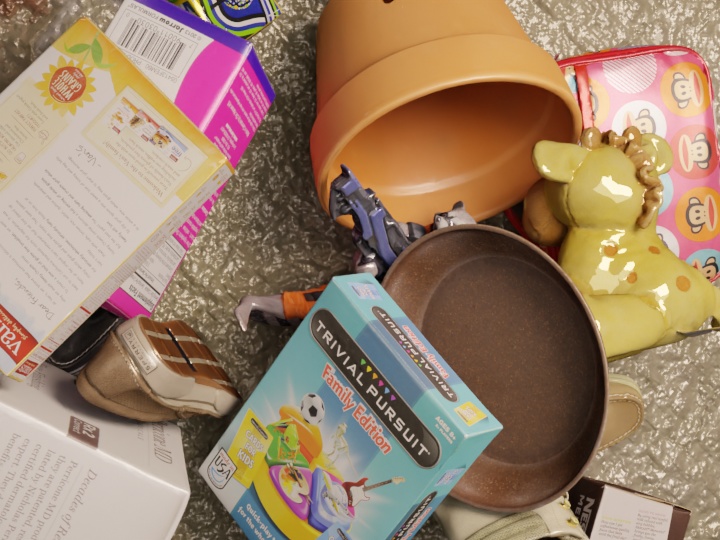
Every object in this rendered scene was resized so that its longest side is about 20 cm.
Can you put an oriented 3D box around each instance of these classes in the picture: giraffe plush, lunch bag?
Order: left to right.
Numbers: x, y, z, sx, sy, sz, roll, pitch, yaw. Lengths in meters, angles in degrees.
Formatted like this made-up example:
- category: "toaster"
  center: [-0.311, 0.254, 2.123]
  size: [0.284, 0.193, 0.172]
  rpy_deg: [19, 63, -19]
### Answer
- category: "giraffe plush"
  center: [0.172, -0.017, 1.168]
  size: [0.199, 0.172, 0.163]
  rpy_deg: [-18, 82, 25]
- category: "lunch bag"
  center: [0.197, -0.076, 1.283]
  size: [0.175, 0.082, 0.202]
  rpy_deg: [-8, 94, -9]

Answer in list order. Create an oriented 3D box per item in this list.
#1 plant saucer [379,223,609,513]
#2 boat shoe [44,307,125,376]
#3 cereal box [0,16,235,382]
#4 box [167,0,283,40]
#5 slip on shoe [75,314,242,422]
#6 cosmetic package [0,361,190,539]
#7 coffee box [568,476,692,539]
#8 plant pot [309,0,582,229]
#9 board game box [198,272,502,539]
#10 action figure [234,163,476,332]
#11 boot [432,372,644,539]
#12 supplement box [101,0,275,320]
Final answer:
- category: "plant saucer"
  center: [0.093, 0.065, 1.107]
  size: [0.037, 0.200, 0.202]
  rpy_deg: [-15, 94, -48]
- category: "boat shoe"
  center: [-0.177, -0.006, 1.193]
  size: [0.070, 0.066, 0.200]
  rpy_deg: [40, 81, -10]
- category: "cereal box"
  center: [-0.201, -0.047, 1.047]
  size: [0.200, 0.040, 0.144]
  rpy_deg: [-44, 79, -4]
- category: "box"
  center: [-0.149, -0.249, 1.194]
  size: [0.064, 0.070, 0.200]
  rpy_deg: [-40, 100, -30]
- category: "slip on shoe"
  center: [-0.141, 0.079, 1.146]
  size: [0.060, 0.200, 0.076]
  rpy_deg: [-36, 79, 5]
- category: "cosmetic package"
  center: [-0.243, 0.159, 1.112]
  size: [0.199, 0.165, 0.166]
  rpy_deg: [27, 95, -13]
- category: "coffee box"
  center: [0.176, 0.265, 1.256]
  size: [0.079, 0.113, 0.201]
  rpy_deg: [18, 86, -14]
- category: "plant pot"
  center: [0.049, -0.136, 1.190]
  size: [0.199, 0.200, 0.141]
  rpy_deg: [-8, 61, -14]
- category: "board game box"
  center: [-0.013, 0.127, 1.132]
  size: [0.151, 0.047, 0.200]
  rpy_deg: [49, 120, 25]
- category: "action figure"
  center: [0.000, 0.000, 1.193]
  size: [0.193, 0.105, 0.201]
  rpy_deg: [-27, 120, 1]
- category: "boot"
  center: [0.141, 0.156, 1.171]
  size: [0.199, 0.155, 0.072]
  rpy_deg: [-16, 124, -12]
- category: "supplement box"
  center: [-0.156, -0.076, 1.122]
  size: [0.101, 0.103, 0.201]
  rpy_deg: [28, 80, 13]
